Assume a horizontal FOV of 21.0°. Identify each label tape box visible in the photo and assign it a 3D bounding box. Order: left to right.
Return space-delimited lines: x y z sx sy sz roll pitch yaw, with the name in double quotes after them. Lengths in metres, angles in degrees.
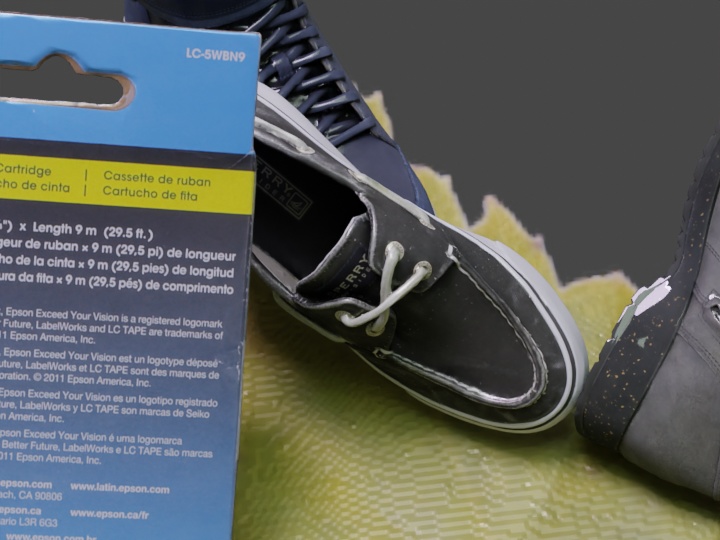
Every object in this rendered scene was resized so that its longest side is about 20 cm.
-0.113 0.011 0.696 0.142 0.063 0.202 4 94 -9 "label tape box"

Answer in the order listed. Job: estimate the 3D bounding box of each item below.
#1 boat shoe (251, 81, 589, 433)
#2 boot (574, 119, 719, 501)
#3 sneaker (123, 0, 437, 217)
0.000 0.000 0.755 0.199 0.071 0.064 35 15 3 "boat shoe"
0.181 0.010 0.748 0.130 0.068 0.201 28 95 18 "boot"
-0.038 -0.096 0.810 0.077 0.147 0.202 -31 61 -25 "sneaker"
